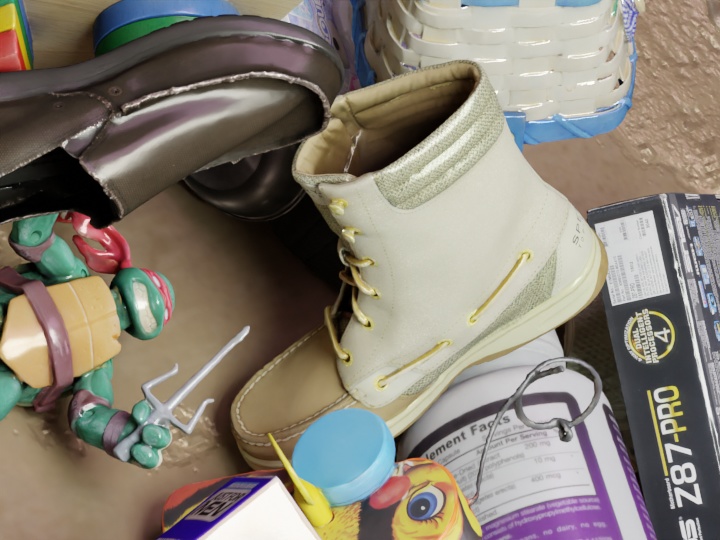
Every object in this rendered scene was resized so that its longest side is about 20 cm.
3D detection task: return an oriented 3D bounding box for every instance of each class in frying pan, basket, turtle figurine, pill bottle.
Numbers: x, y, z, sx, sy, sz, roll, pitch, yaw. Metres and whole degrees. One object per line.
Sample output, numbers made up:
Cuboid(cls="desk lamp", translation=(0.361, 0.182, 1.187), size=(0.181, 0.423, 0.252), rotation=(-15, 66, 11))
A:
Cuboid(cls="frying pan", translation=(-0.087, -0.110, 1.176), size=(0.031, 0.115, 0.190), rotation=(-20, 67, -46))
Cuboid(cls="basket", translation=(0.064, -0.114, 1.122), size=(0.138, 0.201, 0.177), rotation=(1, 51, -7))
Cuboid(cls="turtle figurine", translation=(-0.138, 0.029, 1.033), size=(0.199, 0.101, 0.150), rotation=(-23, 83, -35))
Cuboid(cls="pill bottle", translation=(0.080, 0.117, 1.105), size=(0.111, 0.112, 0.201), rotation=(6, 52, -31))

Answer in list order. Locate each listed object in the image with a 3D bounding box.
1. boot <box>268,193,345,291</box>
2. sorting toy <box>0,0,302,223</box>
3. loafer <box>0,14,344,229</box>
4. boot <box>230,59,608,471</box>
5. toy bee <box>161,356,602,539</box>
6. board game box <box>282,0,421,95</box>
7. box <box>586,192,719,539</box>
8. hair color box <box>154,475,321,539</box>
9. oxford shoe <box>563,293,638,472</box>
Cuboid(cls="boot", translation=(-0.006, -0.087, 1.250), size=(0.204, 0.073, 0.154), rotation=(50, 39, 7))
Cuboid(cls="sorting toy", translation=(-0.153, -0.087, 1.059), size=(0.199, 0.199, 0.070), rotation=(6, 67, -31))
Cuboid(cls="loafer", translation=(-0.100, -0.050, 0.976), size=(0.199, 0.073, 0.072), rotation=(-14, 59, -4))
Cuboid(cls="boot", translation=(0.000, 0.000, 1.049), size=(0.155, 0.199, 0.072), rotation=(51, 10, -45))
Cuboid(cls="toy bee", translation=(0.005, 0.110, 0.998), size=(0.131, 0.200, 0.109), rotation=(37, 29, -31))
Cuboid(cls="board game box", translation=(0.009, -0.124, 1.199), size=(0.200, 0.026, 0.201), rotation=(15, 57, -65))
Cuboid(cls="box", translation=(0.178, 0.061, 1.170), size=(0.161, 0.049, 0.201), rotation=(-6, 83, -64))
Cuboid(cls="hair color box", translation=(-0.085, 0.182, 0.888), size=(0.200, 0.065, 0.110), rotation=(-38, 97, -19))
Cuboid(cls="oxford shoe", translation=(0.143, 0.050, 1.253), size=(0.075, 0.058, 0.200), rotation=(8, 27, 12))
